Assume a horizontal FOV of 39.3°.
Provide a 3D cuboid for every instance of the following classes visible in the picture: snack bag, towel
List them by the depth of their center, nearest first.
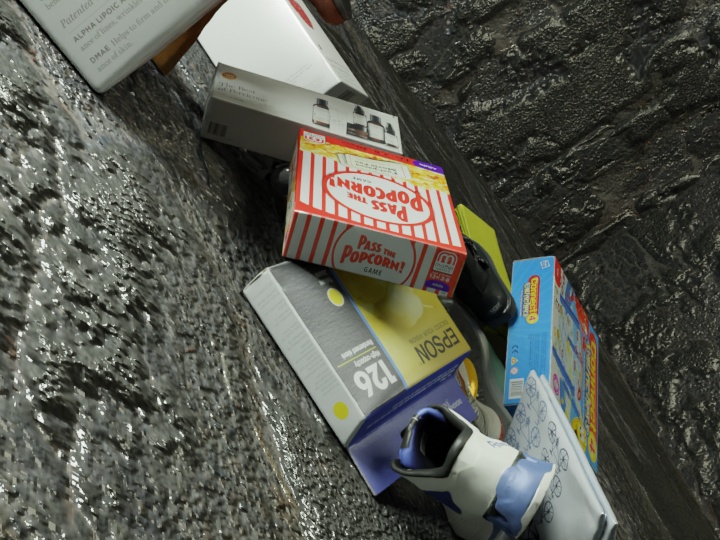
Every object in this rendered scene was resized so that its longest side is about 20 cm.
[{"bbox_3d":[0.157,0.222,0.888,0.021,0.201,0.189,4,32,-14],"label":"snack bag"},{"bbox_3d":[0.165,0.008,1.286,0.086,0.018,0.201,35,33,-40],"label":"towel"}]

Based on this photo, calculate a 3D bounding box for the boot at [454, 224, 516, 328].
[{"bbox_3d":[0.089,-0.037,1.166,0.200,0.066,0.165,42,6,-41],"label":"boot"}]

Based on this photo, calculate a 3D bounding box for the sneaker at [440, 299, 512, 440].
[{"bbox_3d":[0.147,0.125,1.239,0.201,0.073,0.118,65,20,2],"label":"sneaker"}]

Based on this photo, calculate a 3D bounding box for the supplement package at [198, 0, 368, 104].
[{"bbox_3d":[-0.104,-0.266,1.244,0.201,0.120,0.121,56,14,9],"label":"supplement package"}]

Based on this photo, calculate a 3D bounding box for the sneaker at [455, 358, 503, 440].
[{"bbox_3d":[0.080,0.138,1.014,0.082,0.078,0.200,35,15,-25],"label":"sneaker"}]

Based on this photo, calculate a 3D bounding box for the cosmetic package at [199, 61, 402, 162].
[{"bbox_3d":[-0.058,-0.149,1.030,0.199,0.051,0.083,15,32,-13],"label":"cosmetic package"}]

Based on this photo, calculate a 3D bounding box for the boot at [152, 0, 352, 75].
[{"bbox_3d":[-0.129,-0.261,0.974,0.188,0.200,0.069,48,16,-8],"label":"boot"}]

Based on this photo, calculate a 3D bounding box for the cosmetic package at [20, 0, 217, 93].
[{"bbox_3d":[-0.206,-0.289,0.849,0.200,0.165,0.165,51,13,-15],"label":"cosmetic package"}]

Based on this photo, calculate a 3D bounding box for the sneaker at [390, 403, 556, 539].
[{"bbox_3d":[0.085,0.162,0.834,0.115,0.081,0.200,33,-17,7],"label":"sneaker"}]

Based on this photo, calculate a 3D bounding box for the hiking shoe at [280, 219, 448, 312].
[{"bbox_3d":[0.000,0.000,1.016,0.200,0.087,0.075,45,16,-35],"label":"hiking shoe"}]

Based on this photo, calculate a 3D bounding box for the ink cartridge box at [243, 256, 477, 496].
[{"bbox_3d":[0.019,0.067,0.882,0.200,0.047,0.197,55,33,9],"label":"ink cartridge box"}]

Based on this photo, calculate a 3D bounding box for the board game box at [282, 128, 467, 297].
[{"bbox_3d":[0.009,-0.057,0.920,0.151,0.047,0.200,14,26,-10],"label":"board game box"}]

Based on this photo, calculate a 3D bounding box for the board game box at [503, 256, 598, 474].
[{"bbox_3d":[0.238,0.120,1.234,0.196,0.056,0.201,51,38,-45],"label":"board game box"}]

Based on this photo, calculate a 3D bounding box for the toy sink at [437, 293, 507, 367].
[{"bbox_3d":[0.180,0.083,1.378,0.200,0.112,0.130,52,14,-10],"label":"toy sink"}]

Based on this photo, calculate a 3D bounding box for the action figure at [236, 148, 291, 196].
[{"bbox_3d":[-0.066,-0.113,1.100,0.130,0.069,0.200,44,10,-3],"label":"action figure"}]
